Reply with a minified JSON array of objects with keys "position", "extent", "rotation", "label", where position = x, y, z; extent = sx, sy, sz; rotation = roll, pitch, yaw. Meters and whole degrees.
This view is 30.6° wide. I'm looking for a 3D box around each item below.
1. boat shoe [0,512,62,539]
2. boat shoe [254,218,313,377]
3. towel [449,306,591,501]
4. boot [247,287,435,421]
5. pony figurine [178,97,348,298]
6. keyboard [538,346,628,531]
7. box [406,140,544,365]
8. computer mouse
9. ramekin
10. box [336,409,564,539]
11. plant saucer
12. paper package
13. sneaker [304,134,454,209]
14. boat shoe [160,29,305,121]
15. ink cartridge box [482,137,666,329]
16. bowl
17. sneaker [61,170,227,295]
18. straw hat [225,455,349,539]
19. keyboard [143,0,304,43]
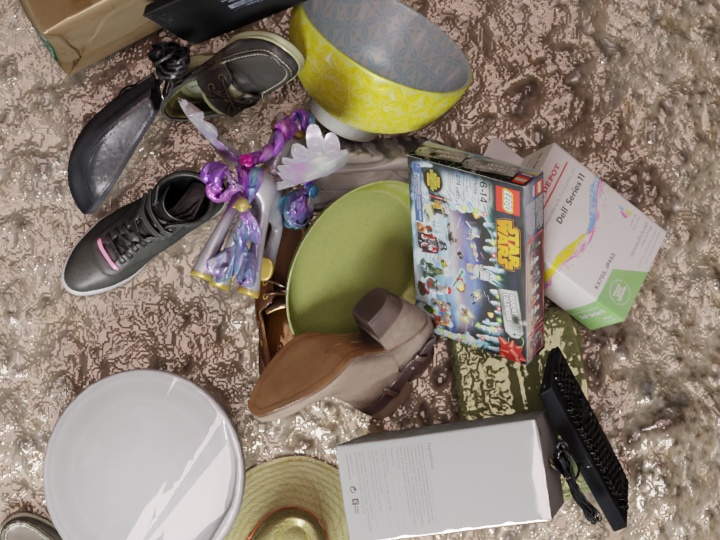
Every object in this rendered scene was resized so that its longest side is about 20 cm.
[{"position":[-0.293,0.328,1.316],"extent":[0.072,0.060,0.202],"rotation":[-39,88,-6],"label":"boat shoe"},{"position":[-0.074,0.031,1.353],"extent":[0.071,0.068,0.203],"rotation":[0,85,-3],"label":"boat shoe"},{"position":[0.171,0.147,1.374],"extent":[0.146,0.036,0.203],"rotation":[-10,87,-3],"label":"towel"},{"position":[-0.007,0.108,1.316],"extent":[0.199,0.147,0.070],"rotation":[-39,52,-5],"label":"boot"},{"position":[-0.100,-0.080,1.260],"extent":[0.165,0.193,0.202],"rotation":[19,86,6],"label":"pony figurine"},{"position":[0.224,0.182,1.301],"extent":[0.020,0.128,0.201],"rotation":[-14,123,30],"label":"keyboard"},{"position":[0.115,-0.017,1.296],"extent":[0.136,0.040,0.202],"rotation":[18,127,34],"label":"box"},{"position":[-0.246,-0.153,1.338],"extent":[0.052,0.138,0.201],"rotation":[31,95,-19],"label":"computer mouse"},{"position":[-0.206,0.203,1.305],"extent":[0.199,0.094,0.205],"rotation":[-1,79,4],"label":"ramekin"},{"position":[0.091,0.201,1.293],"extent":[0.197,0.124,0.099],"rotation":[-10,86,15],"label":"box"},{"position":[0.000,0.000,1.328],"extent":[0.198,0.031,0.202],"rotation":[-20,124,-32],"label":"plant saucer"},{"position":[-0.272,-0.337,1.340],"extent":[0.189,0.104,0.201],"rotation":[-28,75,-4],"label":"paper package"},{"position":[0.035,-0.093,1.383],"extent":[0.197,0.075,0.083],"rotation":[6,118,-7],"label":"sneaker"},{"position":[-0.131,-0.184,1.311],"extent":[0.072,0.200,0.066],"rotation":[42,62,-30],"label":"boat shoe"},{"position":[0.202,-0.045,1.345],"extent":[0.199,0.067,0.118],"rotation":[35,69,-13],"label":"ink cartridge box"},{"position":[0.004,-0.198,1.344],"extent":[0.199,0.201,0.108],"rotation":[31,121,0],"label":"bowl"},{"position":[-0.225,-0.044,1.336],"extent":[0.199,0.099,0.071],"rotation":[-33,89,-4],"label":"sneaker"},{"position":[-0.074,0.289,1.321],"extent":[0.198,0.085,0.204],"rotation":[0,85,-4],"label":"straw hat"},{"position":[-0.126,-0.273,1.242],"extent":[0.198,0.127,0.021],"rotation":[-15,65,32],"label":"keyboard"}]
